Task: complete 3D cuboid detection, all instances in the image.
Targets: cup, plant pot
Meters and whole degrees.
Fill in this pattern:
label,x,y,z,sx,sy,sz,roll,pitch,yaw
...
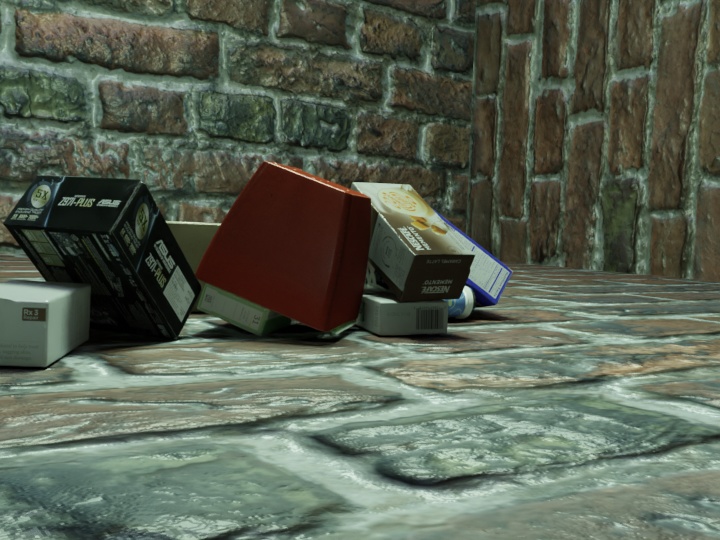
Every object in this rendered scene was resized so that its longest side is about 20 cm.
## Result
label,x,y,z,sx,sy,sz,roll,pitch,yaw
cup,-0.274,-0.008,1.446,0.195,0.147,0.200,3,4,0
plant pot,-0.085,-0.044,1.194,0.196,0.180,0.200,20,6,11

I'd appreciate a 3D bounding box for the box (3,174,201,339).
label,x,y,z,sx,sy,sz,roll,pitch,yaw
box,-0.315,-0.015,1.071,0.160,0.087,0.202,4,-40,22

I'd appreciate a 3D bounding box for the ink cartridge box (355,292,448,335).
label,x,y,z,sx,sy,sz,roll,pitch,yaw
ink cartridge box,0.046,0.062,1.305,0.106,0.052,0.199,1,3,-19

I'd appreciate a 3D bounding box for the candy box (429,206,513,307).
label,x,y,z,sx,sy,sz,roll,pitch,yaw
candy box,0.150,-0.017,1.526,0.199,0.078,0.169,37,-14,-10

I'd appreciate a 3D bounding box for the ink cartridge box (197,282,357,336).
label,x,y,z,sx,sy,sz,roll,pitch,yaw
ink cartridge box,-0.114,0.064,1.212,0.196,0.049,0.145,24,8,10

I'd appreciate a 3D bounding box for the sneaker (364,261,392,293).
label,x,y,z,sx,sy,sz,roll,pitch,yaw
sneaker,0.000,0.000,1.312,0.195,0.078,0.081,0,12,-10

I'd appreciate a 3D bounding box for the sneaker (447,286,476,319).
label,x,y,z,sx,sy,sz,roll,pitch,yaw
sneaker,0.101,0.040,1.473,0.197,0.078,0.076,4,-1,43

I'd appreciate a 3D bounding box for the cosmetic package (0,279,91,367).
label,x,y,z,sx,sy,sz,roll,pitch,yaw
cosmetic package,-0.369,0.055,0.948,0.099,0.076,0.200,3,5,-4

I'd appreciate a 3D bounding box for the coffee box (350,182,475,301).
label,x,y,z,sx,sy,sz,roll,pitch,yaw
coffee box,0.066,-0.046,1.273,0.112,0.081,0.201,-1,35,-31
